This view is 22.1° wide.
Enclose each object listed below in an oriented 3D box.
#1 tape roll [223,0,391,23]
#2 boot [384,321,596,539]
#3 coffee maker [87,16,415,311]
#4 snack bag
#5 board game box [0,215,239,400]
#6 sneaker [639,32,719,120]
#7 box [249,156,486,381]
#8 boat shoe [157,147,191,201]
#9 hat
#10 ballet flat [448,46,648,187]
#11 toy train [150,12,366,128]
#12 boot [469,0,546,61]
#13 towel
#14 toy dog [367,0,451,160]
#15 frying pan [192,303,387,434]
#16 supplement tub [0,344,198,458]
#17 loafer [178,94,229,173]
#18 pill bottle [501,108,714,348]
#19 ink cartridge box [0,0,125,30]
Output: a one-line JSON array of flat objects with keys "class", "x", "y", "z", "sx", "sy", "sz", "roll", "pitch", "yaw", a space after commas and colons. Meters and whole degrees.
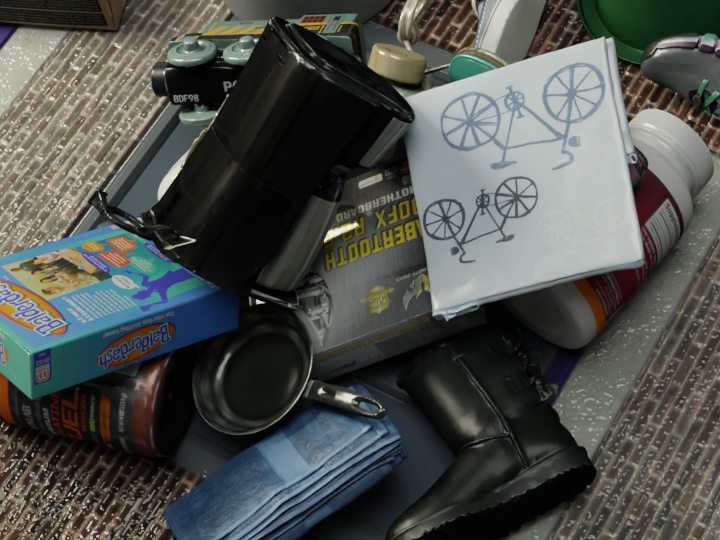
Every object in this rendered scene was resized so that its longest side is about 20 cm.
[{"class": "tape roll", "x": -0.051, "y": -0.325, "z": 1.802, "sx": 0.198, "sy": 0.066, "sz": 0.202, "roll": -4, "pitch": 59, "yaw": 6}, {"class": "boot", "x": 0.079, "y": 0.139, "z": 1.496, "sx": 0.197, "sy": 0.074, "sz": 0.163, "roll": -27, "pitch": 56, "yaw": -7}, {"class": "coffee maker", "x": -0.077, "y": -0.090, "z": 1.478, "sx": 0.135, "sy": 0.191, "sz": 0.201, "roll": 42, "pitch": 107, "yaw": 33}, {"class": "snack bag", "x": 0.131, "y": -0.073, "z": 1.475, "sx": 0.187, "sy": 0.021, "sz": 0.202, "roll": -15, "pitch": 70, "yaw": 18}, {"class": "board game box", "x": -0.221, "y": 0.026, "z": 1.505, "sx": 0.199, "sy": 0.045, "sz": 0.152, "roll": -18, "pitch": 35, "yaw": -35}, {"class": "sneaker", "x": 0.340, "y": -0.150, "z": 1.639, "sx": 0.198, "sy": 0.075, "sz": 0.088, "roll": 13, "pitch": 66, "yaw": 14}, {"class": "box", "x": 0.000, "y": 0.000, "z": 1.567, "sx": 0.198, "sy": 0.048, "sz": 0.160, "roll": -20, "pitch": 55, "yaw": 20}, {"class": "boat shoe", "x": -0.107, "y": -0.119, "z": 1.685, "sx": 0.199, "sy": 0.072, "sz": 0.068, "roll": -38, "pitch": 45, "yaw": -12}, {"class": "hat", "x": 0.271, "y": -0.302, "z": 1.677, "sx": 0.198, "sy": 0.177, "sz": 0.167, "roll": -2, "pitch": 58, "yaw": 6}, {"class": "ballet flat", "x": 0.160, "y": -0.125, "z": 1.537, "sx": 0.071, "sy": 0.070, "sz": 0.200, "roll": -24, "pitch": 51, "yaw": -34}, {"class": "toy train", "x": -0.085, "y": -0.183, "z": 1.649, "sx": 0.198, "sy": 0.086, "sz": 0.114, "roll": -1, "pitch": 28, "yaw": 17}, {"class": "boot", "x": 0.124, "y": -0.261, "z": 1.744, "sx": 0.090, "sy": 0.073, "sz": 0.201, "roll": 11, "pitch": 52, "yaw": 22}, {"class": "towel", "x": -0.064, "y": 0.169, "z": 1.479, "sx": 0.199, "sy": 0.049, "sz": 0.112, "roll": -35, "pitch": 30, "yaw": -5}, {"class": "toy dog", "x": 0.054, "y": -0.150, "z": 1.620, "sx": 0.096, "sy": 0.133, "sz": 0.200, "roll": 23, "pitch": 36, "yaw": 6}, {"class": "frying pan", "x": -0.053, "y": 0.078, "z": 1.504, "sx": 0.188, "sy": 0.031, "sz": 0.116, "roll": -8, "pitch": 62, "yaw": 26}, {"class": "supplement tub", "x": -0.243, "y": 0.087, "z": 1.551, "sx": 0.198, "sy": 0.107, "sz": 0.108, "roll": 12, "pitch": 61, "yaw": 15}, {"class": "loafer", "x": -0.143, "y": -0.064, "z": 1.607, "sx": 0.063, "sy": 0.072, "sz": 0.202, "roll": 25, "pitch": 102, "yaw": 31}, {"class": "pill bottle", "x": 0.208, "y": -0.040, "z": 1.563, "sx": 0.113, "sy": 0.113, "sz": 0.200, "roll": 34, "pitch": 68, "yaw": 24}, {"class": "ink cartridge box", "x": -0.301, "y": -0.342, "z": 1.840, "sx": 0.163, "sy": 0.075, "sz": 0.202, "roll": 6, "pitch": 59, "yaw": 10}]
